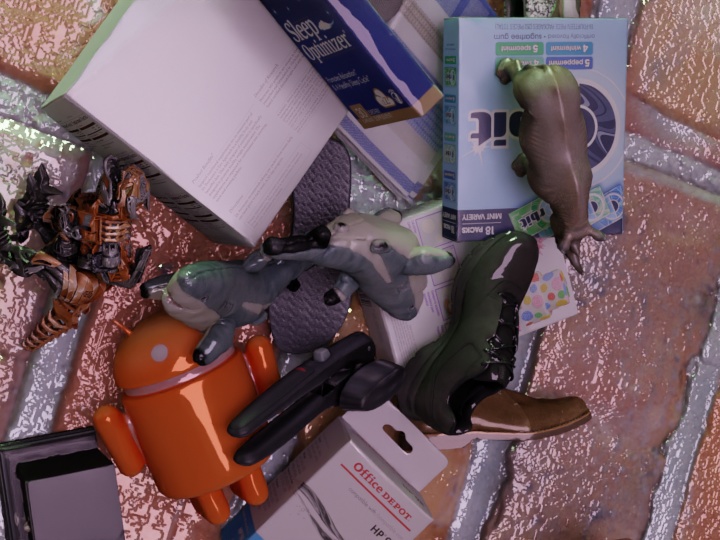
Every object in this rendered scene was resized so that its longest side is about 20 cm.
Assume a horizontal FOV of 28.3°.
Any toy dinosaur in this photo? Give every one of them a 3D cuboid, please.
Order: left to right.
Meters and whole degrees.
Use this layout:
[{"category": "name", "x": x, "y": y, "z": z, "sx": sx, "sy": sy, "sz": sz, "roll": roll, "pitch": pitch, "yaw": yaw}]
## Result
[{"category": "toy dinosaur", "x": -0.248, "y": -0.013, "z": 1.196, "sx": 0.135, "sy": 0.102, "sz": 0.201, "roll": 32, "pitch": 98, "yaw": 4}]

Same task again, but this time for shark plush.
[{"category": "shark plush", "x": -0.089, "y": 0.012, "z": 1.212, "sx": 0.199, "sy": 0.084, "sz": 0.091, "roll": -7, "pitch": 52, "yaw": -40}, {"category": "shark plush", "x": 0.000, "y": 0.000, "z": 1.223, "sx": 0.199, "sy": 0.091, "sz": 0.084, "roll": 2, "pitch": 120, "yaw": -58}]

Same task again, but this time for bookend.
[{"category": "bookend", "x": -0.235, "y": 0.250, "z": 1.183, "sx": 0.091, "sy": 0.200, "sz": 0.201, "roll": -9, "pitch": 97, "yaw": -20}]

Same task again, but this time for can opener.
[{"category": "can opener", "x": -0.045, "y": 0.107, "z": 1.250, "sx": 0.199, "sy": 0.078, "sz": 0.064, "roll": -24, "pitch": 106, "yaw": -45}]

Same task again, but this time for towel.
[{"category": "towel", "x": 0.056, "y": -0.180, "z": 1.334, "sx": 0.147, "sy": 0.024, "sz": 0.201, "roll": 40, "pitch": 78, "yaw": -43}]

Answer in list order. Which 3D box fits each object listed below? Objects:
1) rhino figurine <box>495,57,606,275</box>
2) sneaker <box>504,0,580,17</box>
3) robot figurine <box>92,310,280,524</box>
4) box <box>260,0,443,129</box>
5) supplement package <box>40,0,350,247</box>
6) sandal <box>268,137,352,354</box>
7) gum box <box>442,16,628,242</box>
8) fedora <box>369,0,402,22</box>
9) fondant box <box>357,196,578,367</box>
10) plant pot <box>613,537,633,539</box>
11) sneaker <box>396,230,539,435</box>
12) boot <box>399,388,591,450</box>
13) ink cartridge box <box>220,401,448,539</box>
[{"category": "rhino figurine", "x": 0.173, "y": -0.090, "z": 1.260, "sx": 0.059, "sy": 0.087, "sz": 0.202, "roll": -17, "pitch": 103, "yaw": -13}, {"category": "sneaker", "x": 0.165, "y": -0.200, "z": 1.365, "sx": 0.088, "sy": 0.077, "sz": 0.202, "roll": -16, "pitch": 98, "yaw": -31}, {"category": "robot figurine", "x": -0.148, "y": 0.120, "z": 1.253, "sx": 0.143, "sy": 0.117, "sz": 0.202, "roll": -16, "pitch": 100, "yaw": 20}, {"category": "box", "x": -0.027, "y": -0.200, "z": 1.124, "sx": 0.032, "sy": 0.121, "sz": 0.200, "roll": -43, "pitch": 105, "yaw": -15}, {"category": "supplement package", "x": -0.133, "y": -0.157, "z": 1.227, "sx": 0.200, "sy": 0.147, "sz": 0.192, "roll": 38, "pitch": 79, "yaw": -18}, {"category": "sandal", "x": -0.039, "y": -0.022, "z": 1.317, "sx": 0.075, "sy": 0.043, "sz": 0.202, "roll": 9, "pitch": 95, "yaw": -2}, {"category": "gum box", "x": 0.160, "y": -0.131, "z": 1.320, "sx": 0.168, "sy": 0.045, "sz": 0.202, "roll": -3, "pitch": 99, "yaw": -17}, {"category": "fedora", "x": -0.013, "y": -0.283, "z": 1.271, "sx": 0.175, "sy": 0.201, "sz": 0.091, "roll": -9, "pitch": 137, "yaw": 1}, {"category": "fondant box", "x": 0.096, "y": 0.002, "z": 1.369, "sx": 0.198, "sy": 0.058, "sz": 0.146, "roll": -19, "pitch": 99, "yaw": -17}, {"category": "plant pot", "x": 0.197, "y": 0.372, "z": 1.367, "sx": 0.177, "sy": 0.200, "sz": 0.202, "roll": -11, "pitch": 97, "yaw": -3}, {"category": "sneaker", "x": 0.114, "y": 0.061, "z": 1.293, "sx": 0.076, "sy": 0.091, "sz": 0.201, "roll": 23, "pitch": 96, "yaw": -37}, {"category": "boot", "x": 0.132, "y": 0.129, "z": 1.385, "sx": 0.198, "sy": 0.074, "sz": 0.076, "roll": -3, "pitch": 88, "yaw": -17}, {"category": "ink cartridge box", "x": -0.018, "y": 0.219, "z": 1.307, "sx": 0.200, "sy": 0.067, "sz": 0.116, "roll": -45, "pitch": 106, "yaw": 4}]
